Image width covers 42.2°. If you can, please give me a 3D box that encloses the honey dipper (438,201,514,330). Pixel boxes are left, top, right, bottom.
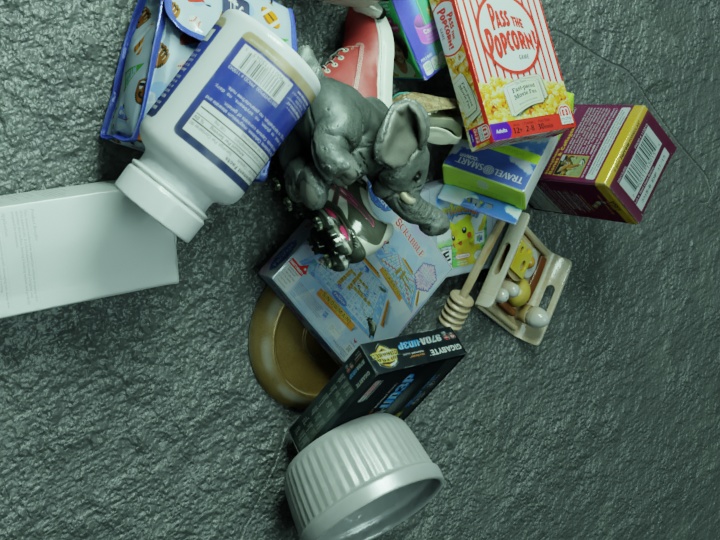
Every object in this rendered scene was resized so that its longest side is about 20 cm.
[{"bbox_3d":[0.163,-0.008,1.284,0.038,0.038,0.202,3,123,-36],"label":"honey dipper"}]

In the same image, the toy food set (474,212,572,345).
[{"bbox_3d":[0.246,0.017,1.361,0.200,0.060,0.145,35,78,-55],"label":"toy food set"}]

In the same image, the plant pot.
[{"bbox_3d":[-0.052,0.082,1.200,0.198,0.027,0.204,-8,104,-34],"label":"plant pot"}]

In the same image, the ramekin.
[{"bbox_3d":[-0.003,0.266,1.174,0.198,0.106,0.201,-25,155,-12],"label":"ramekin"}]

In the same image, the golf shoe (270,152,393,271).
[{"bbox_3d":[-0.042,-0.093,1.094,0.087,0.077,0.202,-23,69,-25],"label":"golf shoe"}]

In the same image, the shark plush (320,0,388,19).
[{"bbox_3d":[-0.034,-0.353,1.080,0.091,0.196,0.085,11,90,-81],"label":"shark plush"}]

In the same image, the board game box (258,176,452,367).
[{"bbox_3d":[0.000,0.000,1.177,0.200,0.041,0.201,-48,123,-16],"label":"board game box"}]

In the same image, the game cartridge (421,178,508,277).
[{"bbox_3d":[0.132,-0.062,1.304,0.198,0.040,0.136,-12,102,-35],"label":"game cartridge"}]

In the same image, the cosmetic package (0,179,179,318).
[{"bbox_3d":[-0.295,-0.029,0.966,0.198,0.081,0.115,-11,106,-36],"label":"cosmetic package"}]

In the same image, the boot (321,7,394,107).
[{"bbox_3d":[-0.036,-0.241,1.099,0.142,0.072,0.203,9,67,-26],"label":"boot"}]

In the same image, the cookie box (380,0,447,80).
[{"bbox_3d":[0.081,-0.372,1.180,0.171,0.075,0.202,-40,119,-23],"label":"cookie box"}]

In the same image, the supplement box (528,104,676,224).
[{"bbox_3d":[0.319,-0.154,1.320,0.103,0.199,0.132,38,77,-35],"label":"supplement box"}]

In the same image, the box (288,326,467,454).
[{"bbox_3d":[0.020,0.154,1.172,0.157,0.046,0.201,-7,146,-42],"label":"box"}]

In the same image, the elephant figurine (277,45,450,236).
[{"bbox_3d":[0.018,-0.133,1.020,0.197,0.143,0.156,-3,141,-28],"label":"elephant figurine"}]

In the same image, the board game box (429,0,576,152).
[{"bbox_3d":[0.177,-0.259,1.159,0.150,0.046,0.203,-15,88,-35],"label":"board game box"}]

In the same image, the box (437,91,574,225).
[{"bbox_3d":[0.195,-0.168,1.254,0.202,0.120,0.048,-60,156,-24],"label":"box"}]

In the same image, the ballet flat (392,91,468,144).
[{"bbox_3d":[0.127,-0.184,1.180,0.197,0.066,0.071,-4,144,-21],"label":"ballet flat"}]

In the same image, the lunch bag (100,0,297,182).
[{"bbox_3d":[-0.164,-0.214,0.998,0.168,0.123,0.203,15,90,-36],"label":"lunch bag"}]

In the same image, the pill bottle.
[{"bbox_3d":[-0.140,-0.134,0.895,0.119,0.119,0.201,39,86,-34],"label":"pill bottle"}]
